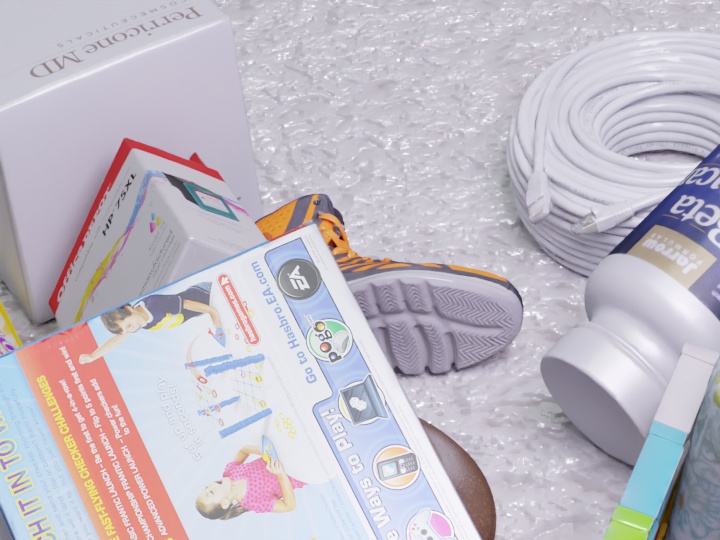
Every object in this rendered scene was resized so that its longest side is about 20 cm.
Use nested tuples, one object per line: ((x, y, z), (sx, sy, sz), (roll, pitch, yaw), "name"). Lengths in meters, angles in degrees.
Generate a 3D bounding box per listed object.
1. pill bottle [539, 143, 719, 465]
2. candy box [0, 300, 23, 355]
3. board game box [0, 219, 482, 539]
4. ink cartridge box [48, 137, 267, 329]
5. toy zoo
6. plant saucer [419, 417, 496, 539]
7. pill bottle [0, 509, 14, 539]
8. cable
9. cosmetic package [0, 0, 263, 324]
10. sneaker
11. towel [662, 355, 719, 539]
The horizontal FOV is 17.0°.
((0.195, 0.011, 1.340), (0.200, 0.111, 0.111), (-44, 49, -18), "pill bottle")
((-0.226, 0.062, 1.387), (0.026, 0.102, 0.200), (-52, 40, 14), "candy box")
((-0.067, 0.105, 1.144), (0.195, 0.056, 0.200), (-23, 66, -11), "board game box")
((-0.117, 0.003, 1.382), (0.067, 0.116, 0.200), (20, 14, -26), "ink cartridge box")
((0.140, 0.127, 1.203), (0.020, 0.132, 0.200), (19, 43, 11), "toy zoo")
((-0.027, 0.129, 1.308), (0.200, 0.037, 0.201), (-5, 37, 4), "plant saucer")
((-0.146, 0.115, 1.233), (0.199, 0.114, 0.113), (-24, 40, -11), "pill bottle")
((0.190, -0.072, 1.498), (0.199, 0.069, 0.200), (-7, 38, -1), "cable")
((-0.184, -0.107, 1.529), (0.167, 0.167, 0.200), (-24, 42, -20), "cosmetic package")
((0.000, 0.000, 1.432), (0.199, 0.078, 0.112), (0, 40, 10), "sneaker")
((0.216, 0.065, 1.235), (0.048, 0.172, 0.200), (25, 48, 22), "towel")
